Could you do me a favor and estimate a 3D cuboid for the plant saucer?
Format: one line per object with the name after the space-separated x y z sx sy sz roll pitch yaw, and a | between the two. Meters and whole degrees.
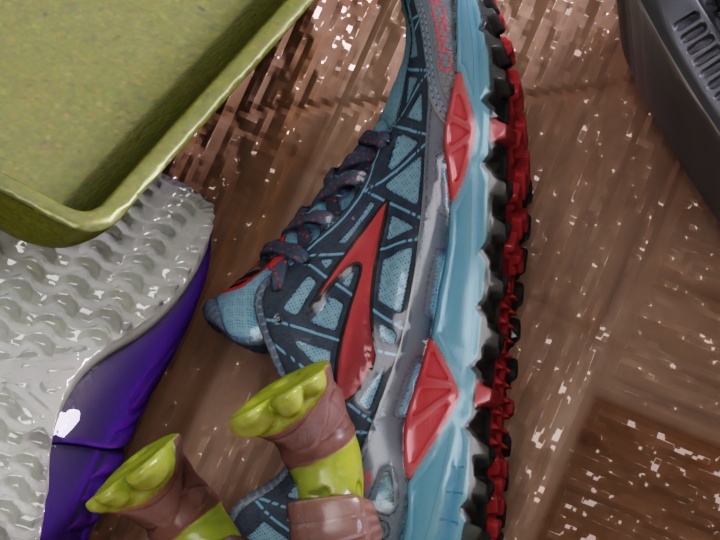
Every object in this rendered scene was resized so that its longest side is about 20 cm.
-0.118 -0.093 0.890 0.199 0.048 0.200 27 44 10 | plant saucer

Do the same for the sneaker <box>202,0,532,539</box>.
0.000 0.000 0.878 0.095 0.079 0.201 4 75 7 | sneaker

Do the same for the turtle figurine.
0.005 0.107 0.818 0.200 0.064 0.162 -26 95 37 | turtle figurine

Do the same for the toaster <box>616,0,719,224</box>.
0.143 -0.061 0.857 0.113 0.129 0.200 -34 76 -6 | toaster

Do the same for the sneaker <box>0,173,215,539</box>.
-0.104 0.054 0.873 0.069 0.100 0.200 19 47 9 | sneaker
